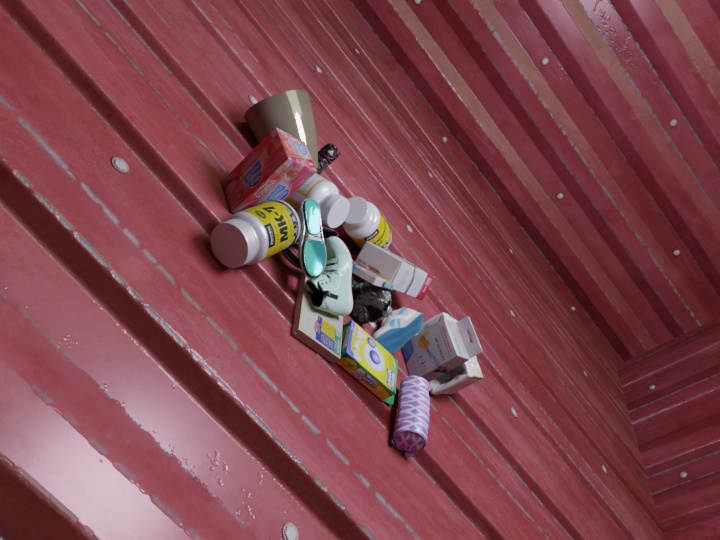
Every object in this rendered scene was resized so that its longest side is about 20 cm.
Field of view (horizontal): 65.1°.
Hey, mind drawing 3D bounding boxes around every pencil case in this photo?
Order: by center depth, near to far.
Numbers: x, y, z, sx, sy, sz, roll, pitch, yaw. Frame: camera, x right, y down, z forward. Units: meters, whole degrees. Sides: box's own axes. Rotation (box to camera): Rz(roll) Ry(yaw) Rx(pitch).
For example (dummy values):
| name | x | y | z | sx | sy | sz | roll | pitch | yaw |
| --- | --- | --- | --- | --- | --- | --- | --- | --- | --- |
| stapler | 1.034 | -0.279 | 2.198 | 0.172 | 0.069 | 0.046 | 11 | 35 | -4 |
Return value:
| name | x | y | z | sx | sy | sz | roll | pitch | yaw |
| --- | --- | --- | --- | --- | --- | --- | --- | --- | --- |
| pencil case | 0.126 | 0.346 | 1.360 | 0.201 | 0.083 | 0.086 | -73 | 159 | -55 |

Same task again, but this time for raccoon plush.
| name | x | y | z | sx | sy | sz | roll | pitch | yaw |
| --- | --- | --- | --- | --- | --- | --- | --- | --- | --- |
| raccoon plush | 0.017 | 0.045 | 1.484 | 0.201 | 0.096 | 0.134 | 61 | 19 | -14 |

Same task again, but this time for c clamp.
| name | x | y | z | sx | sy | sz | roll | pitch | yaw |
| --- | --- | --- | --- | --- | --- | --- | --- | --- | --- |
| c clamp | -0.141 | -0.046 | 1.409 | 0.199 | 0.027 | 0.172 | 22 | 32 | -52 |

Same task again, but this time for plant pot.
| name | x | y | z | sx | sy | sz | roll | pitch | yaw |
| --- | --- | --- | --- | --- | --- | --- | --- | --- | --- |
| plant pot | -0.192 | -0.356 | 1.537 | 0.187 | 0.186 | 0.201 | -22 | 91 | -63 |

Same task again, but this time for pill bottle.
| name | x | y | z | sx | sy | sz | roll | pitch | yaw |
| --- | --- | --- | --- | --- | --- | --- | --- | --- | --- |
| pill bottle | -0.224 | -0.079 | 1.217 | 0.115 | 0.114 | 0.200 | 55 | 30 | -1 |
| pill bottle | -0.125 | -0.187 | 1.420 | 0.199 | 0.113 | 0.112 | 34 | 16 | 28 |
| pill bottle | 0.013 | -0.129 | 1.605 | 0.200 | 0.111 | 0.112 | 46 | 21 | -62 |

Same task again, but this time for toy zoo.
| name | x | y | z | sx | sy | sz | roll | pitch | yaw |
| --- | --- | --- | --- | --- | --- | --- | --- | --- | --- |
| toy zoo | 0.000 | 0.000 | 1.454 | 0.199 | 0.021 | 0.131 | 30 | 5 | 19 |

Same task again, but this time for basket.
| name | x | y | z | sx | sy | sz | roll | pitch | yaw |
| --- | --- | --- | --- | --- | --- | --- | --- | --- | --- |
| basket | 0.248 | 0.242 | 1.615 | 0.123 | 0.135 | 0.201 | 20 | 43 | -52 |

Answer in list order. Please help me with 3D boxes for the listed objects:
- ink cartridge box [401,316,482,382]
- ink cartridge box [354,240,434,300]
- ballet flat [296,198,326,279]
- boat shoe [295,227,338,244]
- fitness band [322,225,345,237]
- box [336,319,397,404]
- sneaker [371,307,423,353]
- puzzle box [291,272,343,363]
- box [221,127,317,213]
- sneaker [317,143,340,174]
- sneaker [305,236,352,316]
| name | x | y | z | sx | sy | sz | roll | pitch | yaw |
| --- | --- | --- | --- | --- | --- | --- | --- | --- | --- |
| ink cartridge box | 0.214 | 0.210 | 1.520 | 0.068 | 0.199 | 0.116 | 22 | 41 | -47 |
| ink cartridge box | 0.097 | 0.002 | 1.609 | 0.146 | 0.083 | 0.200 | 32 | 6 | 35 |
| ballet flat | -0.120 | -0.067 | 1.315 | 0.069 | 0.069 | 0.202 | 18 | 61 | -50 |
| boat shoe | -0.128 | -0.098 | 1.407 | 0.200 | 0.057 | 0.067 | 18 | 36 | -57 |
| fitness band | -0.102 | -0.157 | 1.592 | 0.144 | 0.037 | 0.200 | 60 | 28 | 9 |
| box | 0.025 | 0.225 | 1.365 | 0.200 | 0.048 | 0.118 | 45 | 29 | -24 |
| sneaker | 0.085 | 0.159 | 1.513 | 0.199 | 0.080 | 0.077 | -24 | 125 | -47 |
| puzzle box | -0.096 | 0.105 | 1.321 | 0.133 | 0.025 | 0.201 | 41 | 31 | -28 |
| box | -0.211 | -0.215 | 1.298 | 0.102 | 0.200 | 0.095 | 15 | 45 | -53 |
| sneaker | -0.121 | -0.324 | 1.659 | 0.076 | 0.115 | 0.200 | 47 | 28 | -15 |
| sneaker | -0.079 | 0.003 | 1.331 | 0.118 | 0.073 | 0.202 | 16 | 58 | -50 |
